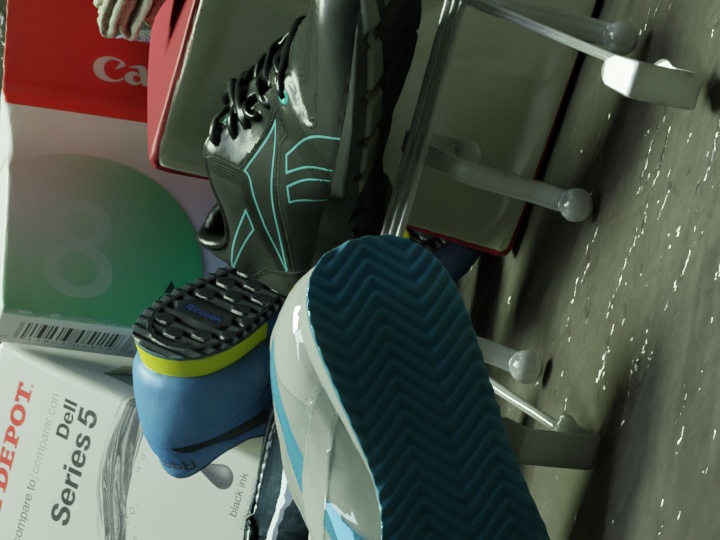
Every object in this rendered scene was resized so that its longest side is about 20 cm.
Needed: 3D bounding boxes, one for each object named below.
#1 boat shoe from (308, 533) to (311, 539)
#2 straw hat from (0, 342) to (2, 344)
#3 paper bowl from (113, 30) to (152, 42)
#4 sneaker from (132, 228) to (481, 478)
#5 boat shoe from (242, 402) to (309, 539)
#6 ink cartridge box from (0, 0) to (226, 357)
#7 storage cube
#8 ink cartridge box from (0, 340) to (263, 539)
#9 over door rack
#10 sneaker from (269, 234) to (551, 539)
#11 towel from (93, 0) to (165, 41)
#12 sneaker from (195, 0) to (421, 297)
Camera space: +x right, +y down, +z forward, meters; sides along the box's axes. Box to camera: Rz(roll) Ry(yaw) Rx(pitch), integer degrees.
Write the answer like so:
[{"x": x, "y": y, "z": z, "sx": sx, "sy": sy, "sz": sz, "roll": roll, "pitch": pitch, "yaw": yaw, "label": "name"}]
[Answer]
[{"x": 0.008, "y": 0.134, "z": 1.036, "sx": 0.062, "sy": 0.073, "sz": 0.201, "roll": -171, "pitch": 89, "yaw": -81, "label": "boat shoe"}, {"x": -0.190, "y": 0.069, "z": 1.305, "sx": 0.201, "sy": 0.085, "sz": 0.202, "roll": -159, "pitch": 90, "yaw": -85, "label": "straw hat"}, {"x": -0.101, "y": -0.017, "z": 1.350, "sx": 0.104, "sy": 0.201, "sz": 0.201, "roll": -35, "pitch": 28, "yaw": 24, "label": "paper bowl"}, {"x": -0.020, "y": 0.027, "z": 1.152, "sx": 0.066, "sy": 0.200, "sz": 0.079, "roll": 24, "pitch": 131, "yaw": 42, "label": "sneaker"}, {"x": -0.033, "y": 0.138, "z": 1.071, "sx": 0.071, "sy": 0.091, "sz": 0.201, "roll": 7, "pitch": 101, "yaw": 46, "label": "boat shoe"}, {"x": -0.093, "y": -0.055, "z": 1.231, "sx": 0.050, "sy": 0.160, "sz": 0.201, "roll": 135, "pitch": 139, "yaw": -63, "label": "ink cartridge box"}, {"x": 0.006, "y": -0.132, "z": 1.158, "sx": 0.180, "sy": 0.170, "sz": 0.200, "roll": -100, "pitch": 26, "yaw": -67, "label": "storage cube"}, {"x": -0.089, "y": 0.129, "z": 1.207, "sx": 0.084, "sy": 0.200, "sz": 0.146, "roll": -8, "pitch": -63, "yaw": -61, "label": "ink cartridge box"}, {"x": 0.068, "y": -0.022, "z": 0.962, "sx": 0.200, "sy": 0.066, "sz": 0.148, "roll": -138, "pitch": 60, "yaw": -66, "label": "over door rack"}, {"x": 0.018, "y": 0.092, "z": 0.889, "sx": 0.081, "sy": 0.076, "sz": 0.201, "roll": 140, "pitch": 120, "yaw": -69, "label": "sneaker"}, {"x": -0.074, "y": -0.209, "z": 1.129, "sx": 0.133, "sy": 0.034, "sz": 0.201, "roll": 126, "pitch": 157, "yaw": -60, "label": "towel"}, {"x": -0.025, "y": -0.055, "z": 1.028, "sx": 0.200, "sy": 0.079, "sz": 0.076, "roll": 100, "pitch": -169, "yaw": -48, "label": "sneaker"}]
